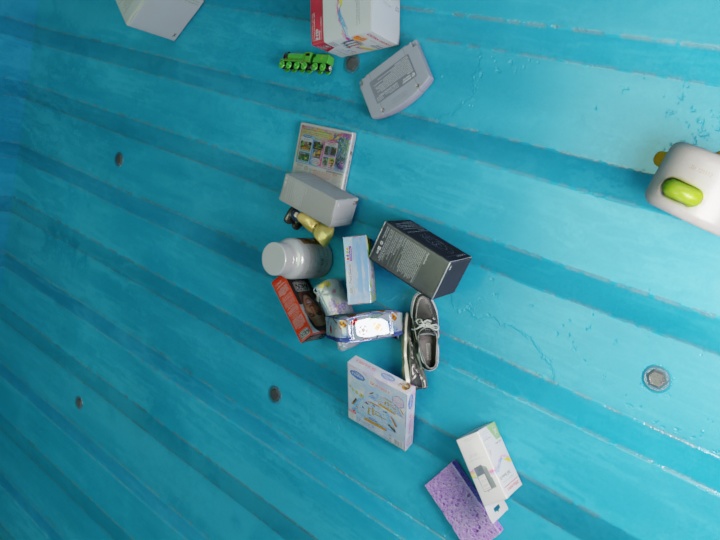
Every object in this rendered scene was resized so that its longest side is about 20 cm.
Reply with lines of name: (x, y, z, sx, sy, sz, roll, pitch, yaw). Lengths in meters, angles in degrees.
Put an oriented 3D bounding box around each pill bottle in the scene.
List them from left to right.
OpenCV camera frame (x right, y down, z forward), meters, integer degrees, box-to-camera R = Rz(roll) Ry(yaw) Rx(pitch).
pill bottle: (-0.178, -0.034, 1.764, 0.113, 0.199, 0.117, 1, 92, 34)

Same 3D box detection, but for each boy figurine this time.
boy figurine: (-0.132, -0.120, 1.776, 0.065, 0.124, 0.199, -54, 43, -3)

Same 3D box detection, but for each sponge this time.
sponge: (0.258, 0.594, 1.585, 0.112, 0.030, 0.201, -47, 67, 26)

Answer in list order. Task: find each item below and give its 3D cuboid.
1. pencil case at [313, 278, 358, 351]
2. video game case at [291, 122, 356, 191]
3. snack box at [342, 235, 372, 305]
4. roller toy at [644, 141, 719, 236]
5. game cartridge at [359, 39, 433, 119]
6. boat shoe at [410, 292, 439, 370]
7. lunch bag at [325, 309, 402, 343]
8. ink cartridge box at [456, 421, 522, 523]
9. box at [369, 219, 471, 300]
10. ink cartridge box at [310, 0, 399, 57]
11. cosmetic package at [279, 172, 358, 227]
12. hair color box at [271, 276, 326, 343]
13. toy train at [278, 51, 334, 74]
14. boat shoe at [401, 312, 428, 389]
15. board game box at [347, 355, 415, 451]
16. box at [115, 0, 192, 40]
pencil case: (-0.060, 0.121, 1.754, 0.083, 0.090, 0.202, -34, 74, 30)
video game case: (-0.110, -0.320, 1.814, 0.198, 0.024, 0.185, 19, 102, 34)
snack box: (0.000, 0.000, 1.641, 0.066, 0.200, 0.172, -4, 88, 6)
roller toy: (0.653, -0.159, 1.192, 0.180, 0.200, 0.141, 24, 107, 1)
game cartridge: (0.095, -0.492, 1.658, 0.198, 0.040, 0.135, -27, 73, 33)
boat shoe: (0.164, 0.150, 1.588, 0.072, 0.068, 0.203, 0, 79, 2)
lunch bag: (0.011, 0.143, 1.637, 0.160, 0.197, 0.077, 172, 95, -72)
ink cartridge box: (0.314, 0.474, 1.488, 0.067, 0.116, 0.203, -30, 75, 29)
box: (0.149, -0.031, 1.558, 0.199, 0.148, 0.108, 33, 110, 24)
ink cartridge box: (-0.011, -0.665, 1.658, 0.197, 0.144, 0.147, 1, 92, 35)
cosmetic package: (-0.116, -0.199, 1.747, 0.199, 0.106, 0.091, 34, 117, 29)
hair color box: (-0.168, 0.103, 1.823, 0.061, 0.101, 0.202, -38, 72, 29)
toy train: (-0.159, -0.605, 1.829, 0.198, 0.042, 0.057, 16, 91, 34)
boat shoe: (0.139, 0.210, 1.644, 0.066, 0.072, 0.204, -3, 82, -3)
board game box: (0.052, 0.350, 1.667, 0.198, 0.041, 0.202, 23, 129, 32)
box: (-0.671, -0.910, 2.078, 0.199, 0.198, 0.173, -36, 73, 30)
